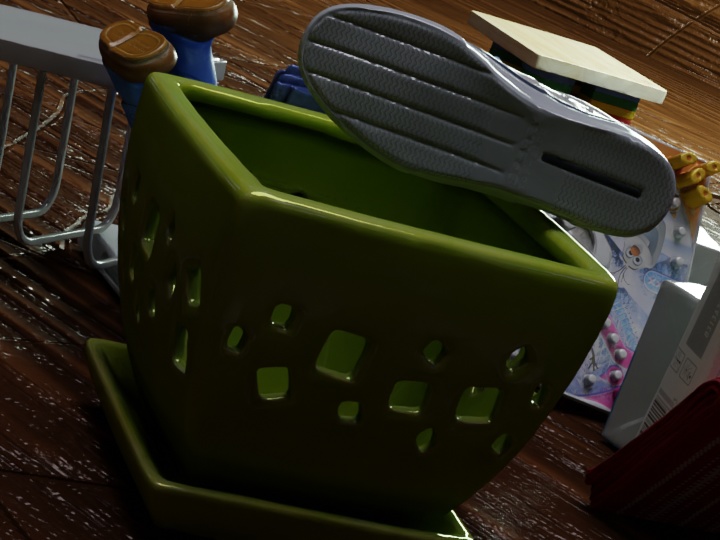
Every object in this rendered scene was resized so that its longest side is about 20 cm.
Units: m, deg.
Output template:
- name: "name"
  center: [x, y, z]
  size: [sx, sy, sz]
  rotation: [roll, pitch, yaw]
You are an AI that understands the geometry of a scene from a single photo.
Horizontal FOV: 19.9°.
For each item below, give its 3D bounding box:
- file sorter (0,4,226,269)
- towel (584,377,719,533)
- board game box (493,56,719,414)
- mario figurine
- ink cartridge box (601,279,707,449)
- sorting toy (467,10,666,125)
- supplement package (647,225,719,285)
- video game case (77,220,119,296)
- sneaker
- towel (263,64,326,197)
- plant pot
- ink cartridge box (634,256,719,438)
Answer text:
- name: "file sorter"
  center: [-0.210, -0.090, 1.255]
  size: [0.200, 0.125, 0.139]
  rotation: [16, 12, 19]
- name: "towel"
  center: [0.247, 0.115, 1.184]
  size: [0.200, 0.145, 0.023]
  rotation: [14, 54, -24]
- name: "board game box"
  center: [0.140, -0.020, 1.370]
  size: [0.200, 0.200, 0.026]
  rotation: [22, -20, -20]
- name: "mario figurine"
  center: [-0.078, -0.055, 1.163]
  size: [0.123, 0.200, 0.106]
  rotation: [-18, 38, -8]
- name: "ink cartridge box"
  center: [0.265, 0.080, 1.356]
  size: [0.200, 0.116, 0.067]
  rotation: [8, 18, -41]
- name: "sorting toy"
  center: [0.252, -0.249, 2.609]
  size: [0.199, 0.070, 0.200]
  rotation: [13, 17, -27]
- name: "supplement package"
  center: [0.174, -0.007, 1.530]
  size: [0.121, 0.120, 0.200]
  rotation: [18, 15, -11]
- name: "video game case"
  center: [-0.060, 0.026, 1.293]
  size: [0.200, 0.022, 0.182]
  rotation: [12, 17, -29]
- name: "sneaker"
  center: [0.058, -0.071, 1.017]
  size: [0.200, 0.073, 0.071]
  rotation: [27, 5, -9]
- name: "towel"
  center: [-0.025, -0.017, 1.146]
  size: [0.145, 0.200, 0.024]
  rotation: [12, 32, -31]
- name: "plant pot"
  center: [-0.023, 0.032, 1.008]
  size: [0.200, 0.182, 0.199]
  rotation: [15, 16, -24]
- name: "ink cartridge box"
  center: [0.279, 0.086, 1.260]
  size: [0.200, 0.161, 0.050]
  rotation: [14, 20, -25]
